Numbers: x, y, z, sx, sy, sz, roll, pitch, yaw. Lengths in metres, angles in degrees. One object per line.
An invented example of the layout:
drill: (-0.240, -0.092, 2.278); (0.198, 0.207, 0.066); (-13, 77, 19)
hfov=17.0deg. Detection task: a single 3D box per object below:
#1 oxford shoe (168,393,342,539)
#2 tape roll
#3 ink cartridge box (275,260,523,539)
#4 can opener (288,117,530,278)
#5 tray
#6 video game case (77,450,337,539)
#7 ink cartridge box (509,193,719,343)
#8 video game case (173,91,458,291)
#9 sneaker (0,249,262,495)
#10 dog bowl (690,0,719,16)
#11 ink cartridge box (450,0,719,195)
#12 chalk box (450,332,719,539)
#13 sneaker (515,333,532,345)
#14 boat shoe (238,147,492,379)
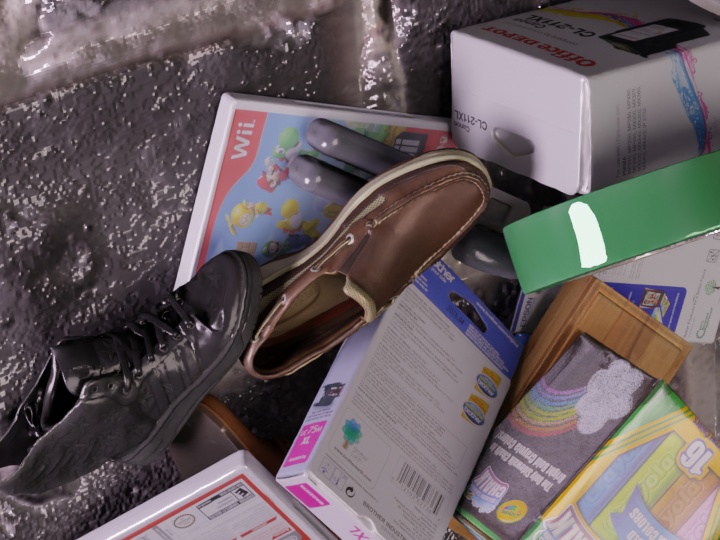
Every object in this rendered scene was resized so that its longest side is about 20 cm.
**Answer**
oxford shoe: (-0.065, 0.138, 1.642); (0.200, 0.071, 0.071); (52, 52, -38)
tape roll: (0.193, -0.037, 1.560); (0.200, 0.200, 0.048); (-18, 87, -26)
ink cartridge box: (0.031, 0.094, 1.614); (0.119, 0.042, 0.200); (44, 56, -25)
can opener: (0.047, -0.043, 1.596); (0.200, 0.067, 0.053); (21, 98, -39)
tray: (0.138, 0.109, 1.690); (0.098, 0.037, 0.200); (33, 89, -27)
video game case: (-0.077, 0.213, 1.624); (0.143, 0.017, 0.200); (-29, 126, 19)
ink cartridge box: (0.187, -0.001, 1.750); (0.199, 0.039, 0.100); (5, 108, -36)
video game case: (-0.021, -0.040, 1.608); (0.199, 0.017, 0.144); (4, 109, -34)
sneaker: (-0.150, 0.063, 1.532); (0.104, 0.060, 0.200); (17, 116, -41)
dog bowl: (0.262, -0.263, 1.597); (0.199, 0.201, 0.059); (-15, 163, -27)
ink cartridge box: (0.179, -0.126, 1.608); (0.199, 0.146, 0.083); (-17, 116, -32)
chalk box: (0.145, 0.166, 1.620); (0.200, 0.124, 0.124); (-48, 116, -4)
sneaker: (0.143, 0.085, 1.739); (0.199, 0.077, 0.086); (-11, 112, -30)
boat shoe: (0.004, 0.004, 1.542); (0.202, 0.075, 0.075); (-37, 124, 14)
